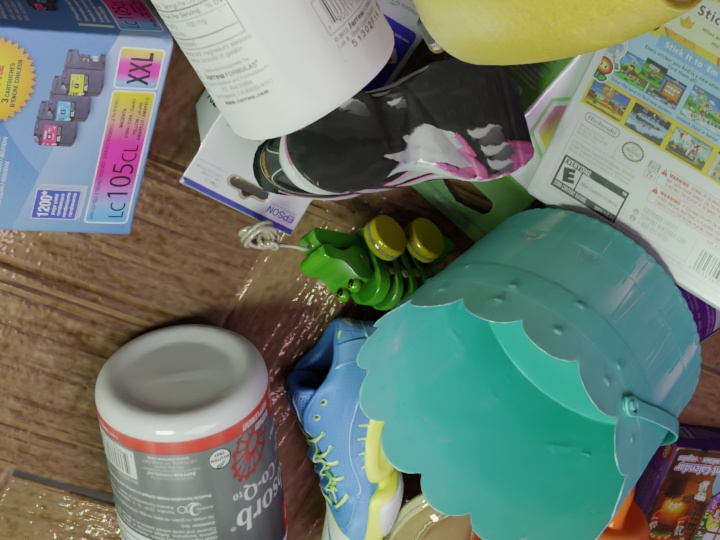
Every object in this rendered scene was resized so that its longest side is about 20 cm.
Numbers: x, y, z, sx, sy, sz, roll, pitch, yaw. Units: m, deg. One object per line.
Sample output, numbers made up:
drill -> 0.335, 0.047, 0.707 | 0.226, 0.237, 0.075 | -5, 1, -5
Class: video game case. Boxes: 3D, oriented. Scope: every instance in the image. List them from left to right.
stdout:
video game case -> 0.227, -0.080, 1.425 | 0.023, 0.199, 0.183 | -14, 133, -62

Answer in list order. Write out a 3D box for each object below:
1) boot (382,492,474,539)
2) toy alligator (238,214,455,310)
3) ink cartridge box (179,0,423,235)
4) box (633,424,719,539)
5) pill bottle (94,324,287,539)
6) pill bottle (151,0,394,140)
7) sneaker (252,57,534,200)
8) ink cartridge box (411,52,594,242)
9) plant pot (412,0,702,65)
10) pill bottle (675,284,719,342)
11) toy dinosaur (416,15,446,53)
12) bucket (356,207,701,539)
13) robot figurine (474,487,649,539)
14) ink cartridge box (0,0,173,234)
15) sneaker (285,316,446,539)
boot -> 0.070, 0.258, 1.611 | 0.072, 0.156, 0.201 | -14, 144, -24
toy alligator -> 0.000, 0.000, 1.481 | 0.199, 0.055, 0.059 | 2, 149, -47
ink cartridge box -> -0.032, -0.127, 1.425 | 0.099, 0.039, 0.201 | 26, 103, -37
box -> 0.295, 0.197, 1.795 | 0.199, 0.039, 0.138 | 8, 116, -31
pill bottle -> -0.109, 0.147, 1.507 | 0.115, 0.116, 0.201 | -18, 126, -16
pill bottle -> -0.074, -0.187, 1.300 | 0.114, 0.114, 0.201 | -34, 112, -4
sneaker -> 0.016, -0.086, 1.408 | 0.199, 0.086, 0.081 | -5, 86, -36
ink cartridge box -> 0.134, -0.099, 1.514 | 0.200, 0.059, 0.104 | -47, 129, 6
plant pot -> 0.139, -0.215, 1.342 | 0.199, 0.141, 0.202 | -19, 115, -48
pill bottle -> 0.227, -0.008, 1.576 | 0.199, 0.111, 0.112 | -32, 130, -23
toy dinosaur -> 0.042, -0.238, 1.376 | 0.106, 0.060, 0.202 | 10, 93, -51
bucket -> 0.115, 0.069, 1.460 | 0.135, 0.206, 0.208 | -42, 137, -38
robot figurine -> 0.143, 0.224, 1.687 | 0.143, 0.117, 0.201 | 6, 115, -33
ink cartridge box -> -0.225, -0.098, 1.321 | 0.199, 0.076, 0.137 | 2, 118, -26
sneaker -> -0.016, 0.115, 1.573 | 0.104, 0.076, 0.201 | 13, 106, -20
